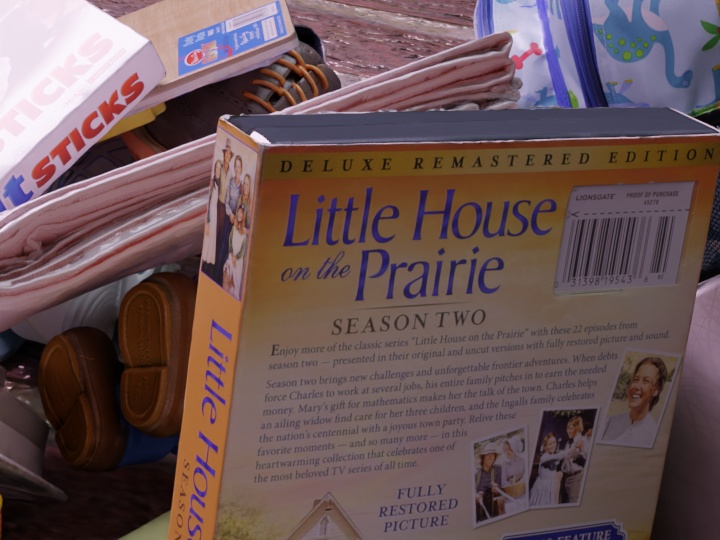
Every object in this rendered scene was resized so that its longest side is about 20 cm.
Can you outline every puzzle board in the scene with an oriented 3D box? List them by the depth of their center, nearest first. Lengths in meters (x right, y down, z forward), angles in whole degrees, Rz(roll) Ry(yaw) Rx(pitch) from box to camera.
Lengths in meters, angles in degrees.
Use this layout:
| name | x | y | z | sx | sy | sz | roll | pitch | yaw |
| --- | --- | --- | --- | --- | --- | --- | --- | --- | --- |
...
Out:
| name | x | y | z | sx | sy | sz | roll | pitch | yaw |
| --- | --- | --- | --- | --- | --- | --- | --- | --- | --- |
| puzzle board | -0.100 | -0.083 | 1.024 | 0.150 | 0.017 | 0.200 | -21 | 16 | 1 |

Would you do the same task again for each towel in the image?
| name | x | y | z | sx | sy | sz | roll | pitch | yaw |
| --- | --- | --- | --- | --- | --- | --- | --- | --- | --- |
| towel | -0.060 | -0.018 | 0.804 | 0.191 | 0.032 | 0.200 | -21 | -1 | -19 |

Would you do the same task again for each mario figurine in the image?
| name | x | y | z | sx | sy | sz | roll | pitch | yaw |
| --- | --- | --- | --- | --- | --- | --- | --- | --- | --- |
| mario figurine | -0.011 | 0.028 | 0.850 | 0.200 | 0.106 | 0.123 | 8 | 10 | -40 |

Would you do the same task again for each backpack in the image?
| name | x | y | z | sx | sy | sz | roll | pitch | yaw |
| --- | --- | --- | --- | --- | --- | --- | --- | --- | --- |
| backpack | 0.130 | -0.091 | 1.154 | 0.147 | 0.200 | 0.183 | -10 | 18 | 8 |

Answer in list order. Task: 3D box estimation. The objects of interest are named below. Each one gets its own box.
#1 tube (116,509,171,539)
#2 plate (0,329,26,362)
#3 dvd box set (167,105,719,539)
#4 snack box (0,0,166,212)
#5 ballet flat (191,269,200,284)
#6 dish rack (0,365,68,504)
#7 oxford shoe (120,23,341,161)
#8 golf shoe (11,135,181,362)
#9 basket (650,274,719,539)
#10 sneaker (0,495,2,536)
| name | x | y | z | sx | sy | sz | roll | pitch | yaw |
| --- | --- | --- | --- | --- | --- | --- | --- | --- | --- |
| tube | -0.066 | 0.109 | 0.703 | 0.058 | 0.052 | 0.200 | 5 | 16 | 27 |
| plate | -0.232 | 0.003 | 0.991 | 0.200 | 0.026 | 0.200 | 8 | 17 | -3 |
| dvd box set | 0.018 | 0.055 | 0.657 | 0.146 | 0.200 | 0.029 | -4 | 22 | -32 |
| snack box | -0.166 | -0.028 | 0.906 | 0.072 | 0.024 | 0.200 | 34 | 70 | 33 |
| ballet flat | 0.000 | 0.000 | 0.963 | 0.069 | 0.071 | 0.200 | -6 | -9 | 42 |
| dish rack | -0.181 | 0.034 | 0.753 | 0.171 | 0.044 | 0.200 | 10 | -9 | 3 |
| oxford shoe | -0.050 | -0.068 | 1.023 | 0.071 | 0.073 | 0.200 | 44 | 13 | -11 |
| golf shoe | -0.136 | -0.028 | 1.013 | 0.097 | 0.078 | 0.200 | 18 | 14 | -18 |
| basket | 0.172 | 0.093 | 0.730 | 0.180 | 0.136 | 0.200 | 1 | 22 | -8 |
| sneaker | -0.168 | 0.101 | 0.639 | 0.073 | 0.077 | 0.200 | 17 | 21 | 21 |
